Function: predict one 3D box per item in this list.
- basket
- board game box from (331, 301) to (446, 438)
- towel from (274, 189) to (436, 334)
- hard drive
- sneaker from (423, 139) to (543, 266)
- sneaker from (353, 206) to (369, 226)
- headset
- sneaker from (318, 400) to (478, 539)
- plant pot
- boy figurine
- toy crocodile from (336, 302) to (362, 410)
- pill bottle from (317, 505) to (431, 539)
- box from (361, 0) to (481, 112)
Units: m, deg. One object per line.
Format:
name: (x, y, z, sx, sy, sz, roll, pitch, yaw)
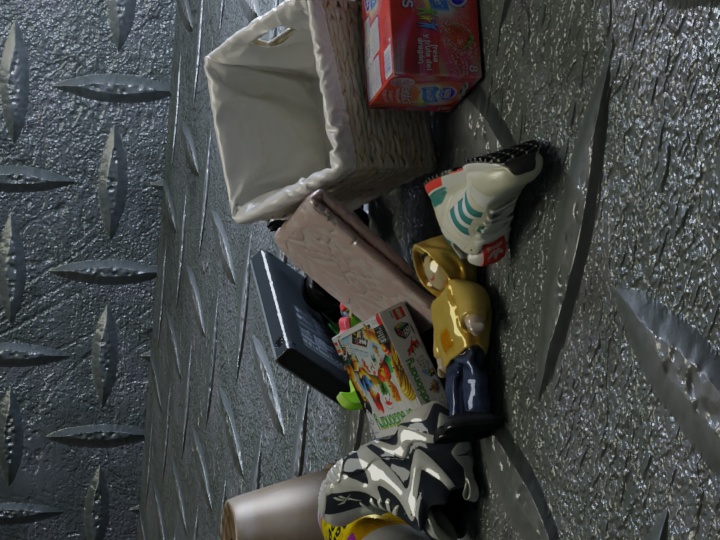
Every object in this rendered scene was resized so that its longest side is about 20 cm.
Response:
basket: (-0.042, -0.168, 1.537, 0.197, 0.159, 0.203, -23, 73, 46)
board game box: (0.032, 0.111, 1.541, 0.128, 0.034, 0.200, 65, 162, 3)
towel: (0.000, 0.000, 1.519, 0.032, 0.190, 0.200, -51, 4, -18)
hard drive: (-0.070, 0.073, 1.828, 0.033, 0.139, 0.201, -41, 37, 18)
sneaker: (0.120, -0.056, 1.280, 0.200, 0.069, 0.095, 164, 88, -72)
sneaker: (-0.026, -0.097, 1.743, 0.076, 0.087, 0.200, 55, 172, -27)
headset: (-0.049, 0.000, 1.809, 0.124, 0.093, 0.201, 108, 146, -46)
sneaker: (0.043, 0.235, 1.415, 0.198, 0.079, 0.131, -36, 54, 23)
plant pot: (-0.081, 0.342, 1.769, 0.200, 0.171, 0.203, 179, 90, -75)
boy figurine: (0.092, 0.057, 1.356, 0.124, 0.063, 0.203, 125, 140, -68)
toy crocodile: (-0.001, 0.064, 1.691, 0.067, 0.061, 0.203, 152, 118, -72)
pill bottle: (0.023, 0.298, 1.518, 0.200, 0.103, 0.106, -128, 41, -66)
box: (0.057, -0.271, 1.433, 0.103, 0.093, 0.203, 138, 132, -69)
